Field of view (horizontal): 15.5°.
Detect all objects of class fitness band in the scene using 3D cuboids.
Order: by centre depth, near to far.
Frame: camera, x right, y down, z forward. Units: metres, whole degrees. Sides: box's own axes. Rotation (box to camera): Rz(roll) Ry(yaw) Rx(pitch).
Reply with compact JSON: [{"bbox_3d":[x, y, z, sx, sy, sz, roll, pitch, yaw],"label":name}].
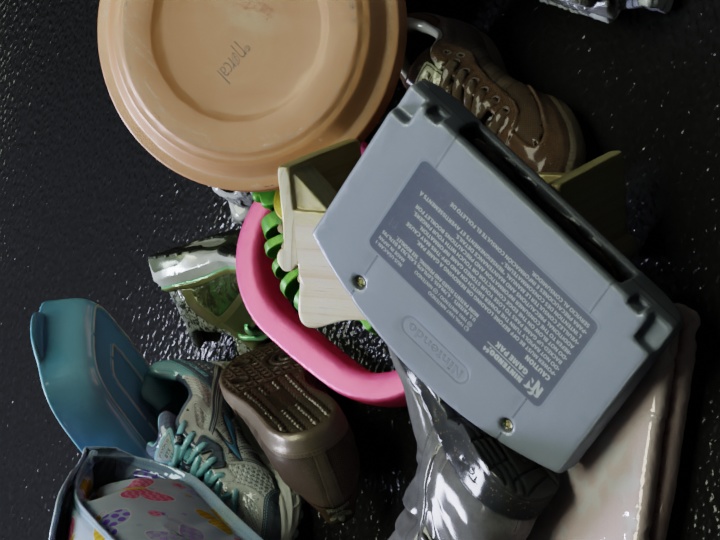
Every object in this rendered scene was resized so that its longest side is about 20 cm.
[{"bbox_3d":[0.000,0.000,1.686,0.200,0.037,0.144,38,103,37],"label":"fitness band"}]

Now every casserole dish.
[{"bbox_3d":[-0.165,0.099,1.853,0.039,0.200,0.122,-23,38,13],"label":"casserole dish"}]

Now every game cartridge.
[{"bbox_3d":[0.070,0.009,1.455,0.200,0.041,0.133,44,128,15],"label":"game cartridge"}]

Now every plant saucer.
[{"bbox_3d":[-0.070,-0.149,1.621,0.199,0.032,0.202,0,91,18],"label":"plant saucer"}]

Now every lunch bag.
[{"bbox_3d":[-0.149,0.227,1.721,0.200,0.126,0.171,38,122,56],"label":"lunch bag"}]

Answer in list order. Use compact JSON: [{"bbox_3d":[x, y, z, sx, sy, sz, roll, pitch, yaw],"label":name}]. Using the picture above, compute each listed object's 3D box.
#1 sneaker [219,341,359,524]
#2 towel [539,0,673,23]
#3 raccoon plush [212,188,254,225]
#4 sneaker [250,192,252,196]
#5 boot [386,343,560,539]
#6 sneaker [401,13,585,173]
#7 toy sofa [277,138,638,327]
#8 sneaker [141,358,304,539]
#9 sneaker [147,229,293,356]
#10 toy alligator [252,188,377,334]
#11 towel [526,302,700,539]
[{"bbox_3d":[-0.045,0.106,1.733,0.200,0.070,0.076,-120,12,-71],"label":"sneaker"},{"bbox_3d":[0.124,-0.243,1.587,0.200,0.085,0.167,27,101,59],"label":"towel"},{"bbox_3d":[-0.068,-0.128,1.891,0.097,0.134,0.200,-26,16,45],"label":"raccoon plush"},{"bbox_3d":[-0.077,-0.121,1.785,0.080,0.071,0.201,2,114,38],"label":"sneaker"},{"bbox_3d":[0.039,0.119,1.538,0.200,0.069,0.132,-112,40,-53],"label":"boot"},{"bbox_3d":[0.065,-0.097,1.616,0.071,0.075,0.200,-65,31,18],"label":"sneaker"},{"bbox_3d":[0.054,-0.018,1.530,0.199,0.083,0.098,4,108,33],"label":"toy sofa"},{"bbox_3d":[-0.103,0.137,1.798,0.078,0.086,0.200,-58,35,27],"label":"sneaker"},{"bbox_3d":[-0.070,0.019,1.839,0.200,0.077,0.089,0,108,57],"label":"sneaker"},{"bbox_3d":[-0.042,-0.037,1.660,0.054,0.059,0.201,-30,65,14],"label":"toy alligator"},{"bbox_3d":[0.115,0.115,1.501,0.200,0.032,0.192,-6,73,59],"label":"towel"}]
